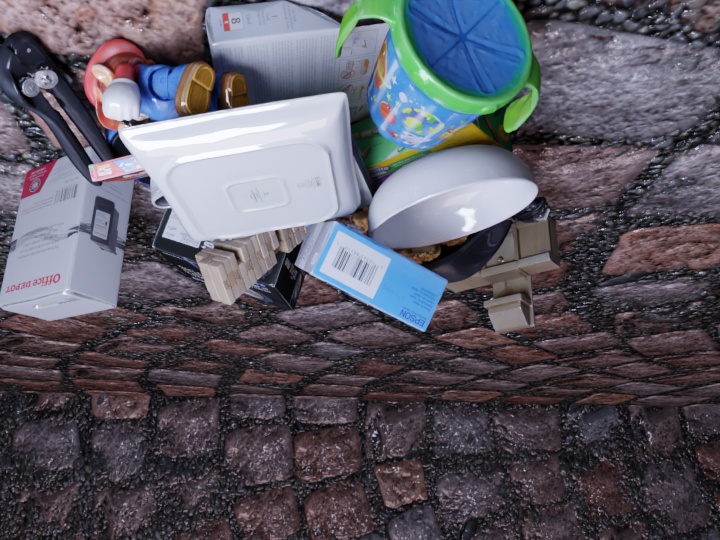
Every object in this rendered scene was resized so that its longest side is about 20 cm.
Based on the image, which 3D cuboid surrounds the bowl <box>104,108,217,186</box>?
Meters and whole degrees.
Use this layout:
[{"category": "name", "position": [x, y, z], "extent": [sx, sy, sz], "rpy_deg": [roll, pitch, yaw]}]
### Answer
[{"category": "bowl", "position": [-0.222, -0.153, 0.824], "extent": [0.194, 0.040, 0.201], "rpy_deg": [0, 160, 0]}]

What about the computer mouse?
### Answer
[{"category": "computer mouse", "position": [0.165, -0.035, 0.912], "extent": [0.198, 0.054, 0.138], "rpy_deg": [-34, -163, -21]}]

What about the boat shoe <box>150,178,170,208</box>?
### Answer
[{"category": "boat shoe", "position": [-0.163, -0.112, 0.775], "extent": [0.194, 0.070, 0.072], "rpy_deg": [-4, 159, 8]}]

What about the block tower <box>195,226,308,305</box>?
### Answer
[{"category": "block tower", "position": [-0.123, -0.042, 0.827], "extent": [0.053, 0.200, 0.059], "rpy_deg": [11, 129, 34]}]

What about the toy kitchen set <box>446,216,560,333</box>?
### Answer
[{"category": "toy kitchen set", "position": [0.192, -0.003, 1.031], "extent": [0.197, 0.168, 0.179], "rpy_deg": [-16, 154, 36]}]

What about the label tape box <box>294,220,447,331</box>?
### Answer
[{"category": "label tape box", "position": [0.000, 0.000, 0.767], "extent": [0.141, 0.067, 0.200], "rpy_deg": [27, 176, -14]}]

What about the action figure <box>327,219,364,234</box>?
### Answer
[{"category": "action figure", "position": [-0.083, -0.080, 0.977], "extent": [0.198, 0.071, 0.129], "rpy_deg": [31, 154, -28]}]

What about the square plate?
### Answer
[{"category": "square plate", "position": [-0.099, -0.084, 0.620], "extent": [0.192, 0.029, 0.201], "rpy_deg": [-9, 157, 0]}]

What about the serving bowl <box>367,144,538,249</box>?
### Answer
[{"category": "serving bowl", "position": [0.096, -0.089, 0.736], "extent": [0.195, 0.068, 0.200], "rpy_deg": [-14, 168, -3]}]

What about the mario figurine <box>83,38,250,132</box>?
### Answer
[{"category": "mario figurine", "position": [-0.201, -0.158, 0.642], "extent": [0.197, 0.107, 0.124], "rpy_deg": [15, 155, 36]}]

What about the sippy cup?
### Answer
[{"category": "sippy cup", "position": [0.069, -0.183, 0.605], "extent": [0.139, 0.179, 0.130], "rpy_deg": [-40, 180, -27]}]

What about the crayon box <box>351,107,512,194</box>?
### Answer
[{"category": "crayon box", "position": [0.066, -0.147, 0.771], "extent": [0.196, 0.060, 0.118], "rpy_deg": [-17, 164, 33]}]

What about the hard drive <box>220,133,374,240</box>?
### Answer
[{"category": "hard drive", "position": [-0.090, -0.089, 0.710], "extent": [0.195, 0.039, 0.140], "rpy_deg": [-13, 162, 7]}]

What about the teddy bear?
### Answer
[{"category": "teddy bear", "position": [0.068, -0.050, 0.921], "extent": [0.197, 0.145, 0.068], "rpy_deg": [5, 129, 46]}]

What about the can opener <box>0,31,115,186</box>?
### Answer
[{"category": "can opener", "position": [-0.329, -0.174, 0.721], "extent": [0.078, 0.063, 0.201], "rpy_deg": [39, 167, 36]}]

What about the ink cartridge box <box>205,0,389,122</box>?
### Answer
[{"category": "ink cartridge box", "position": [-0.054, -0.213, 0.683], "extent": [0.195, 0.051, 0.163], "rpy_deg": [-13, 161, -10]}]

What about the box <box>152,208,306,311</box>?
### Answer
[{"category": "box", "position": [-0.193, -0.022, 1.004], "extent": [0.195, 0.088, 0.164], "rpy_deg": [17, 166, 8]}]

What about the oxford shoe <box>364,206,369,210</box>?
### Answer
[{"category": "oxford shoe", "position": [0.078, -0.128, 0.875], "extent": [0.195, 0.072, 0.075], "rpy_deg": [-6, 133, 19]}]

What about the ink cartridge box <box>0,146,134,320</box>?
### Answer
[{"category": "ink cartridge box", "position": [-0.394, -0.044, 0.881], "extent": [0.142, 0.206, 0.083], "rpy_deg": [-10, 157, 28]}]

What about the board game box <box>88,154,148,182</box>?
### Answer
[{"category": "board game box", "position": [-0.170, -0.124, 0.684], "extent": [0.194, 0.020, 0.103], "rpy_deg": [-13, -173, 3]}]
